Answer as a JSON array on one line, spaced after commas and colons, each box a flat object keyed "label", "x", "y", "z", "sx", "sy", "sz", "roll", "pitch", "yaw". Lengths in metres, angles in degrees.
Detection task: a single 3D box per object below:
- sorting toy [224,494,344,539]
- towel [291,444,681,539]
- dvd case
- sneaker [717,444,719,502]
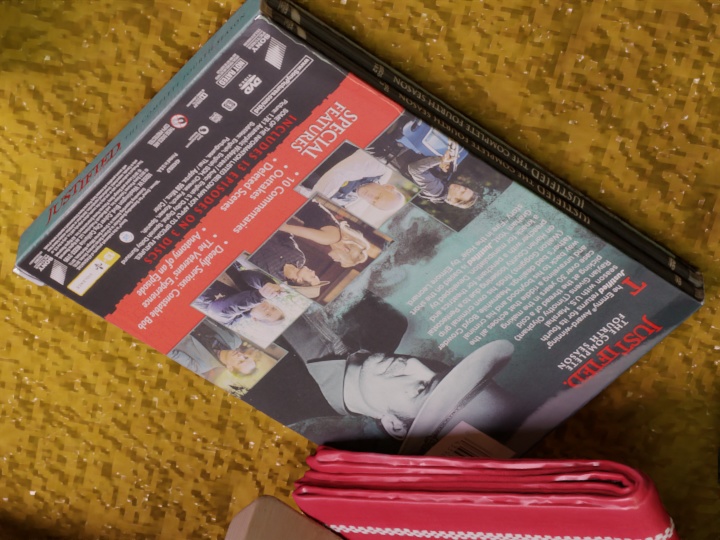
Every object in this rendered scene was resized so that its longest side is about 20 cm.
[{"label": "sorting toy", "x": -0.002, "y": 0.219, "z": 1.067, "sx": 0.199, "sy": 0.200, "sz": 0.070, "roll": 34, "pitch": 139, "yaw": -18}, {"label": "towel", "x": 0.073, "y": 0.133, "z": 1.111, "sx": 0.145, "sy": 0.022, "sz": 0.200, "roll": 0, "pitch": 141, "yaw": 29}, {"label": "dvd case", "x": 0.000, "y": 0.000, "z": 1.042, "sx": 0.200, "sy": 0.022, "sz": 0.146, "roll": 32, "pitch": 124, "yaw": -22}, {"label": "sneaker", "x": 0.192, "y": 0.117, "z": 1.109, "sx": 0.095, "sy": 0.079, "sz": 0.200, "roll": -16, "pitch": 138, "yaw": 9}]
